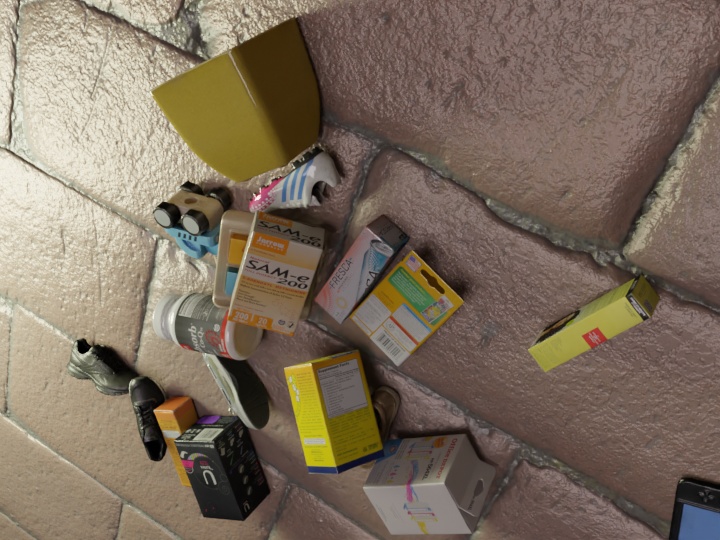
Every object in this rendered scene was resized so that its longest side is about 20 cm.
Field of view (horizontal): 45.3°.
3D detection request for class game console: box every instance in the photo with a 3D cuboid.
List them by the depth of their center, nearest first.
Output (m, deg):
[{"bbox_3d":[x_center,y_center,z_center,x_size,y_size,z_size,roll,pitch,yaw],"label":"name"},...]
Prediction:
[{"bbox_3d":[0.568,0.453,1.351,0.175,0.116,0.201,11,118,26],"label":"game console"}]

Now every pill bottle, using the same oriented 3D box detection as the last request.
[{"bbox_3d":[-0.301,0.105,1.698,0.199,0.116,0.116,7,117,28],"label":"pill bottle"}]

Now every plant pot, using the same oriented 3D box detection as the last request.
[{"bbox_3d":[-0.180,-0.262,1.405,0.195,0.194,0.201,-14,110,35],"label":"plant pot"}]

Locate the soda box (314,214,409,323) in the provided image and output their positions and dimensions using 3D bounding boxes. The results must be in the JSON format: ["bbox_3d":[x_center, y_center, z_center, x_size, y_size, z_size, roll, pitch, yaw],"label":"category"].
[{"bbox_3d":[0.000,0.000,1.500,0.068,0.064,0.200,41,128,7],"label":"soda box"}]

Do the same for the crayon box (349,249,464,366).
[{"bbox_3d":[0.086,0.059,1.485,0.126,0.052,0.200,45,128,4],"label":"crayon box"}]

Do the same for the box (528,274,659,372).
[{"bbox_3d":[0.355,0.083,1.323,0.200,0.075,0.050,-36,93,37],"label":"box"}]

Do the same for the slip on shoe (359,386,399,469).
[{"bbox_3d":[0.020,0.310,1.641,0.076,0.061,0.201,31,125,14],"label":"slip on shoe"}]

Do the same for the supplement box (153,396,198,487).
[{"bbox_3d":[-0.387,0.383,1.917,0.069,0.067,0.201,-6,109,33],"label":"supplement box"}]

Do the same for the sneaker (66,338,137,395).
[{"bbox_3d":[-0.582,0.218,1.952,0.199,0.076,0.091,19,112,17],"label":"sneaker"}]

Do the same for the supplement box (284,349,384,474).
[{"bbox_3d":[-0.049,0.258,1.577,0.109,0.108,0.201,-17,85,55],"label":"supplement box"}]

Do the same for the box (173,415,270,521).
[{"bbox_3d":[-0.297,0.425,1.859,0.122,0.106,0.201,-6,110,33],"label":"box"}]

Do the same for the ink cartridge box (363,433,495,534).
[{"bbox_3d":[0.133,0.385,1.557,0.199,0.129,0.126,-14,117,34],"label":"ink cartridge box"}]

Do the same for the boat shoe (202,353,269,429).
[{"bbox_3d":[-0.255,0.236,1.766,0.065,0.074,0.202,-31,91,43],"label":"boat shoe"}]

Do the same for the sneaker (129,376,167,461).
[{"bbox_3d":[-0.461,0.331,1.910,0.075,0.088,0.201,-13,117,-6],"label":"sneaker"}]

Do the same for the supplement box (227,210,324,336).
[{"bbox_3d":[-0.150,0.008,1.515,0.125,0.074,0.201,14,123,-9],"label":"supplement box"}]

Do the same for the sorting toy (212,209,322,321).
[{"bbox_3d":[-0.171,-0.002,1.570,0.184,0.037,0.201,10,120,-5],"label":"sorting toy"}]

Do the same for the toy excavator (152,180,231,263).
[{"bbox_3d":[-0.276,-0.050,1.635,0.194,0.100,0.201,16,134,23],"label":"toy excavator"}]

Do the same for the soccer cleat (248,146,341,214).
[{"bbox_3d":[-0.116,-0.132,1.499,0.200,0.070,0.086,-32,94,37],"label":"soccer cleat"}]
